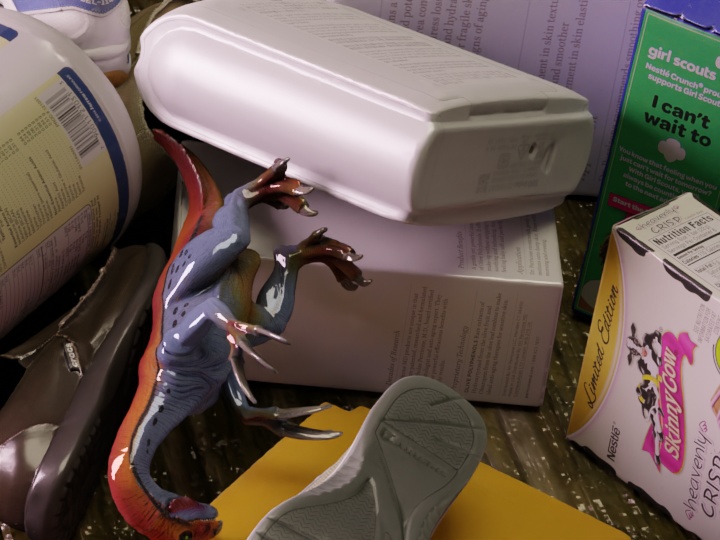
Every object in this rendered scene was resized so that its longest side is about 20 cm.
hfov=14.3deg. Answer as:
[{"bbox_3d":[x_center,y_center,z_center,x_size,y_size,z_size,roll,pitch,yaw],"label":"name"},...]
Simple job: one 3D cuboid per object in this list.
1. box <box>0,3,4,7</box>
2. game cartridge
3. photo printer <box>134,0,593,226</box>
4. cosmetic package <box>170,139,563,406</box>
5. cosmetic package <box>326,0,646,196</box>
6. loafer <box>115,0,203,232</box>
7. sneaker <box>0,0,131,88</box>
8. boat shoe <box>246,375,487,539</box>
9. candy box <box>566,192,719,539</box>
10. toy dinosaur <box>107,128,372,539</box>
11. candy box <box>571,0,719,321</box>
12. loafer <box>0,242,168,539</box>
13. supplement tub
[{"bbox_3d":[-0.269,-0.133,1.602,0.183,0.105,0.200,-5,38,-19],"label":"box"},{"bbox_3d":[0.007,0.148,1.345,0.175,0.033,0.200,25,37,21],"label":"game cartridge"},{"bbox_3d":[-0.004,-0.086,1.461,0.199,0.070,0.166,23,18,31],"label":"photo printer"},{"bbox_3d":[0.000,0.000,1.494,0.198,0.085,0.108,5,36,-3],"label":"cosmetic package"},{"bbox_3d":[0.073,-0.160,1.655,0.198,0.168,0.167,5,37,-6],"label":"cosmetic package"},{"bbox_3d":[-0.105,-0.091,1.587,0.067,0.076,0.201,-25,28,28],"label":"loafer"},{"bbox_3d":[-0.172,-0.178,1.524,0.075,0.089,0.200,-15,41,-29],"label":"sneaker"},{"bbox_3d":[-0.009,0.127,1.300,0.074,0.065,0.202,34,45,2],"label":"boat shoe"},{"bbox_3d":[0.198,0.073,1.393,0.061,0.137,0.200,-21,45,-36],"label":"candy box"},{"bbox_3d":[-0.074,0.043,1.367,0.199,0.105,0.182,19,58,47],"label":"toy dinosaur"},{"bbox_3d":[0.191,-0.084,1.549,0.077,0.201,0.169,20,38,16],"label":"candy box"},{"bbox_3d":[-0.146,0.048,1.407,0.071,0.073,0.200,15,37,6],"label":"loafer"},{"bbox_3d":[-0.219,-0.025,1.424,0.144,0.146,0.200,27,47,23],"label":"supplement tub"}]
